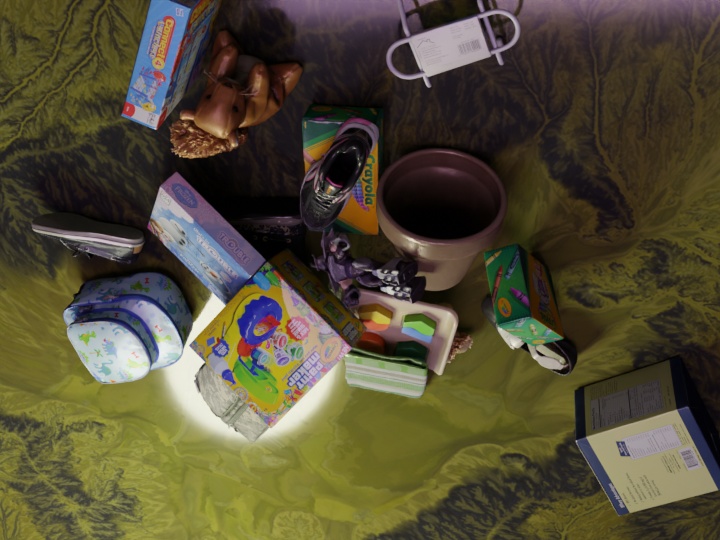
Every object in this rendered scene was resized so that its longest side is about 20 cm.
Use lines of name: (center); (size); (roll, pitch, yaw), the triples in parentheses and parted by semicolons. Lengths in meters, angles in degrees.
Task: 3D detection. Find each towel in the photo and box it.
towel: (0.046, 0.177, 1.771); (0.148, 0.031, 0.200); (10, 159, 4)

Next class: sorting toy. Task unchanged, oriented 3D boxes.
sorting toy: (0.056, 0.106, 1.699); (0.199, 0.037, 0.186); (16, 143, 5)

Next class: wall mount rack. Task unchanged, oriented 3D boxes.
wall mount rack: (0.124, -0.360, 1.437); (0.199, 0.075, 0.174); (-14, 123, 19)

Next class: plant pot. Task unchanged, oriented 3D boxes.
plant pot: (0.122, -0.064, 1.581); (0.199, 0.201, 0.175); (8, 143, 6)

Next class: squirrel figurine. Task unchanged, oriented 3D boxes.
squirrel figurine: (-0.202, -0.236, 1.512); (0.141, 0.187, 0.200); (29, 124, -9)

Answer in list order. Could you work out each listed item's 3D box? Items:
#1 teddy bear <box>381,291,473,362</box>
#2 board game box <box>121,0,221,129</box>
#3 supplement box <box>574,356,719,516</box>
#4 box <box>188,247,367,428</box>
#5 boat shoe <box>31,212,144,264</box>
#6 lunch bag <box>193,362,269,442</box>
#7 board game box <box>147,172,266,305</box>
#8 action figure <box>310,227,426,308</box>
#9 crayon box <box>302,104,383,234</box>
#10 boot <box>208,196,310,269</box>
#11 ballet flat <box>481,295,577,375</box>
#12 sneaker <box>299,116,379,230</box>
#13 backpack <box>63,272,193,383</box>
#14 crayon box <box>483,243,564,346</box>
teddy bear: (0.103, 0.095, 1.752); (0.199, 0.067, 0.145); (23, 141, -6)
board game box: (-0.264, -0.335, 1.452); (0.056, 0.200, 0.196); (23, 125, -3)
supplement box: (0.503, 0.291, 1.751); (0.199, 0.135, 0.200); (-22, 117, 24)
box: (-0.132, 0.108, 1.638); (0.193, 0.122, 0.200); (44, 107, 0)
boat shoe: (-0.479, -0.054, 1.762); (0.199, 0.075, 0.063); (12, 119, -3)
lunch bag: (-0.203, 0.197, 1.816); (0.168, 0.140, 0.200); (39, 144, -2)
board game box: (-0.258, -0.044, 1.651); (0.200, 0.043, 0.199); (45, 155, 0)
action figure: (0.000, 0.000, 1.561); (0.199, 0.069, 0.131); (10, 137, 34)
crayon box: (-0.025, -0.159, 1.597); (0.118, 0.058, 0.201); (4, 124, 9)
boot: (-0.181, -0.044, 1.708); (0.202, 0.074, 0.154); (1, 126, 13)
ballet flat: (0.292, 0.114, 1.717); (0.199, 0.069, 0.068); (32, 124, -10)
sneaker: (-0.044, -0.137, 1.517); (0.080, 0.087, 0.201); (24, 125, -3)
backpack: (-0.413, 0.108, 1.811); (0.199, 0.147, 0.184); (-12, 122, 16)
crayon box: (0.259, 0.042, 1.584); (0.058, 0.120, 0.200); (-16, 161, 21)
